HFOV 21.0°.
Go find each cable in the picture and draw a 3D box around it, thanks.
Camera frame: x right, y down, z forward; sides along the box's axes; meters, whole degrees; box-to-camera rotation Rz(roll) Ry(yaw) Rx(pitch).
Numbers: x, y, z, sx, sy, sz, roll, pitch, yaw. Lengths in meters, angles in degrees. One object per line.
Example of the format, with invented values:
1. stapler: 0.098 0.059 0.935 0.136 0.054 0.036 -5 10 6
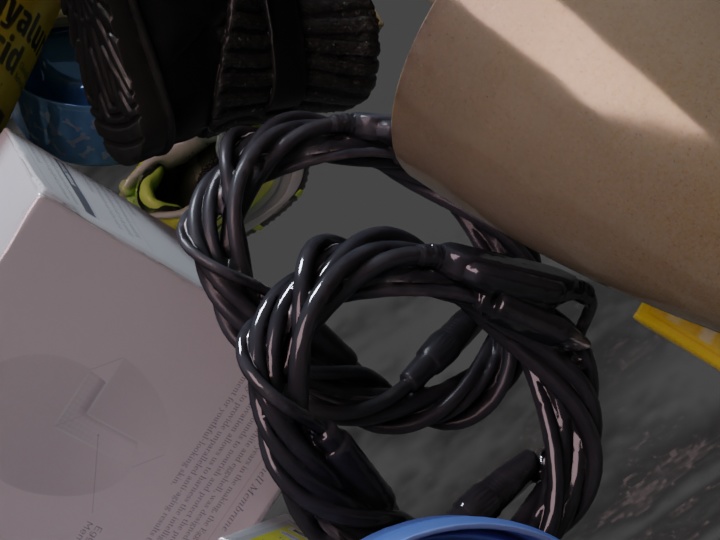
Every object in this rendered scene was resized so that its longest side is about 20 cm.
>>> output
1. cable: 0.026 0.066 0.926 0.051 0.198 0.165 10 89 62
2. cable: 0.000 0.000 0.975 0.051 0.198 0.165 -13 76 63

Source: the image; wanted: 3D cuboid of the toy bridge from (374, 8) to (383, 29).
1. toy bridge: -0.052 -0.197 1.125 0.201 0.027 0.067 62 142 16

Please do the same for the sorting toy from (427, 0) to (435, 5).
1. sorting toy: 0.047 -0.213 1.005 0.036 0.201 0.185 -29 50 -31

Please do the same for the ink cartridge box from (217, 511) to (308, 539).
1. ink cartridge box: -0.076 0.216 0.952 0.047 0.200 0.199 27 92 12

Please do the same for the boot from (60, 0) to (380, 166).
1. boot: -0.079 -0.170 1.013 0.079 0.157 0.213 20 125 56

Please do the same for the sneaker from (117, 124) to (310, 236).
1. sneaker: -0.123 -0.026 1.107 0.200 0.076 0.076 -43 61 17

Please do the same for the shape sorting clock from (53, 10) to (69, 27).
1. shape sorting clock: -0.197 -0.209 1.167 0.198 0.039 0.201 1 48 -1

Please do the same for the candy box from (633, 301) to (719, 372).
1. candy box: 0.222 -0.038 0.931 0.102 0.026 0.201 32 94 37

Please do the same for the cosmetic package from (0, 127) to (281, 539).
1. cosmetic package: -0.146 0.071 1.005 0.200 0.199 0.123 -55 26 5

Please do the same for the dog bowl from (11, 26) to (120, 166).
1. dog bowl: -0.169 -0.129 1.140 0.200 0.111 0.050 51 147 43

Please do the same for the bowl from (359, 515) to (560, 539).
1. bowl: 0.038 0.209 0.885 0.202 0.199 0.039 -64 21 0

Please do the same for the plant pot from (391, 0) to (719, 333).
1. plant pot: 0.147 -0.058 0.877 0.200 0.187 0.188 42 99 25

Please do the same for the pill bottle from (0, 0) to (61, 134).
1. pill bottle: -0.212 -0.158 1.035 0.110 0.111 0.202 12 73 33
